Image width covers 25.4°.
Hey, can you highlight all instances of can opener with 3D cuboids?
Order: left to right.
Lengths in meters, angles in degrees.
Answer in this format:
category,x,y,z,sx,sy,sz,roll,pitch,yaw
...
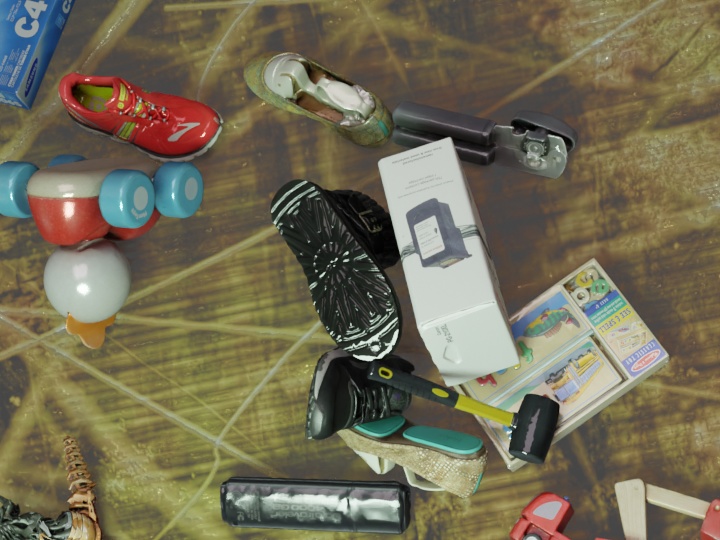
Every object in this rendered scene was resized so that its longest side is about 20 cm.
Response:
category,x,y,z,sx,sy,sz,roll,pitch,yaw
can opener,0.135,-0.149,1.734,0.198,0.054,0.067,15,43,18

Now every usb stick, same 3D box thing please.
category,x,y,z,sx,sy,sz,roll,pitch,yaw
usb stick,-0.046,0.240,1.634,0.198,0.033,0.056,0,102,13

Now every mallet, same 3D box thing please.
category,x,y,z,sx,sy,sz,roll,pitch,yaw
mallet,0.099,0.140,1.572,0.198,0.041,0.066,13,76,-11

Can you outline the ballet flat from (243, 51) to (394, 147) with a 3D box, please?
category,x,y,z,sx,sy,sz,roll,pitch,yaw
ballet flat,-0.050,-0.201,1.776,0.199,0.071,0.071,30,80,21

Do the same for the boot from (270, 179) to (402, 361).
category,x,y,z,sx,sy,sz,roll,pitch,yaw
boot,0.002,-0.002,1.648,0.079,0.158,0.212,-31,74,17

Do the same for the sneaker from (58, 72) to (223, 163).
category,x,y,z,sx,sy,sz,roll,pitch,yaw
sneaker,-0.254,-0.177,1.802,0.198,0.085,0.078,12,75,16

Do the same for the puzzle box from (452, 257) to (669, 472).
category,x,y,z,sx,sy,sz,roll,pitch,yaw
puzzle box,0.198,0.096,1.638,0.199,0.025,0.133,-35,68,-1

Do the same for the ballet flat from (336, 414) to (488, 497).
category,x,y,z,sx,sy,sz,roll,pitch,yaw
ballet flat,0.040,0.182,1.616,0.199,0.070,0.066,18,115,39

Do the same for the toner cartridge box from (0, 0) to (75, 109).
category,x,y,z,sx,sy,sz,roll,pitch,yaw
toner cartridge box,-0.403,-0.298,1.901,0.094,0.043,0.201,14,75,18

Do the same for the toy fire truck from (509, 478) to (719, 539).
category,x,y,z,sx,sy,sz,roll,pitch,yaw
toy fire truck,0.261,0.256,1.555,0.199,0.049,0.142,30,79,21

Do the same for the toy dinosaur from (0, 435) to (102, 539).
category,x,y,z,sx,sy,sz,roll,pitch,yaw
toy dinosaur,-0.316,0.282,1.669,0.134,0.103,0.201,4,53,-2

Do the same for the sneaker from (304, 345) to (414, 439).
category,x,y,z,sx,sy,sz,roll,pitch,yaw
sneaker,0.005,0.117,1.588,0.087,0.200,0.076,12,108,11

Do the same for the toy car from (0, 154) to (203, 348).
category,x,y,z,sx,sy,sz,roll,pitch,yaw
toy car,-0.285,-0.019,1.741,0.183,0.177,0.202,6,101,28

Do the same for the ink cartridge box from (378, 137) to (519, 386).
category,x,y,z,sx,sy,sz,roll,pitch,yaw
ink cartridge box,0.090,-0.007,1.616,0.084,0.145,0.201,-17,59,7
